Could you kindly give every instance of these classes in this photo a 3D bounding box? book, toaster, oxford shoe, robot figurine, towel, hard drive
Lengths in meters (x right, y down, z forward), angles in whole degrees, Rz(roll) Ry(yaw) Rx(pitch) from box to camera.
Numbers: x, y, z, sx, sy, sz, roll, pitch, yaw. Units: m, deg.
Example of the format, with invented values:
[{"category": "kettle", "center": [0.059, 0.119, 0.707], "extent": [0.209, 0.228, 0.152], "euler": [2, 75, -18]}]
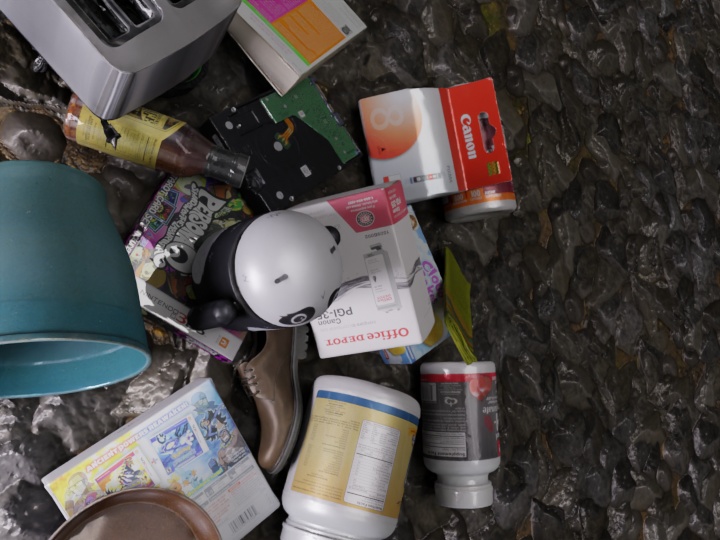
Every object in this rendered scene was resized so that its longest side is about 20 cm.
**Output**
[{"category": "book", "center": [-0.087, -0.341, 0.874], "extent": [0.134, 0.048, 0.200], "euler": [47, 48, -10]}, {"category": "toaster", "center": [-0.241, -0.267, 0.653], "extent": [0.200, 0.119, 0.181], "euler": [50, 60, -11]}, {"category": "oxford shoe", "center": [-0.117, 0.147, 0.791], "extent": [0.084, 0.073, 0.200], "euler": [13, 63, -30]}, {"category": "robot figurine", "center": [-0.105, 0.006, 0.695], "extent": [0.125, 0.200, 0.151], "euler": [24, 70, -32]}, {"category": "towel", "center": [0.144, 0.045, 0.940], "extent": [0.086, 0.018, 0.200], "euler": [61, 20, -25]}, {"category": "hard drive", "center": [-0.098, -0.168, 0.848], "extent": [0.200, 0.038, 0.140], "euler": [-41, 102, -41]}]

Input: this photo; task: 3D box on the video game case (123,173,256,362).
[{"category": "video game case", "center": [-0.190, -0.018, 0.784], "extent": [0.181, 0.036, 0.200], "euler": [37, 64, -26]}]

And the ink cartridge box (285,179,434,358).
[{"category": "ink cartridge box", "center": [0.000, 0.000, 0.820], "extent": [0.083, 0.146, 0.200], "euler": [-42, 119, -67]}]

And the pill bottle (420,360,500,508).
[{"category": "pill bottle", "center": [0.144, 0.232, 0.928], "extent": [0.111, 0.111, 0.200], "euler": [4, 80, -34]}]

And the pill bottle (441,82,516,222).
[{"category": "pill bottle", "center": [0.174, -0.183, 1.011], "extent": [0.114, 0.114, 0.200], "euler": [-7, 86, -35]}]

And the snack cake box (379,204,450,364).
[{"category": "snack cake box", "center": [0.054, 0.021, 0.926], "extent": [0.115, 0.067, 0.200], "euler": [-29, 99, -33]}]

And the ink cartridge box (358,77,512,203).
[{"category": "ink cartridge box", "center": [0.109, -0.188, 0.937], "extent": [0.050, 0.200, 0.163], "euler": [-4, 83, -80]}]

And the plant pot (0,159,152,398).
[{"category": "plant pot", "center": [-0.311, 0.007, 0.614], "extent": [0.200, 0.200, 0.188], "euler": [3, 65, -34]}]

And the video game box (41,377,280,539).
[{"category": "video game box", "center": [-0.215, 0.249, 0.719], "extent": [0.200, 0.047, 0.182], "euler": [-32, 104, -33]}]

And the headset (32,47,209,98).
[{"category": "headset", "center": [-0.275, -0.259, 0.757], "extent": [0.200, 0.094, 0.124], "euler": [-23, 91, -50]}]

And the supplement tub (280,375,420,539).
[{"category": "supplement tub", "center": [-0.014, 0.244, 0.797], "extent": [0.145, 0.145, 0.200], "euler": [25, 70, -29]}]

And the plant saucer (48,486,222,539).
[{"category": "plant saucer", "center": [-0.235, 0.321, 0.649], "extent": [0.200, 0.034, 0.201], "euler": [5, 81, -32]}]

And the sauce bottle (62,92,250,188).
[{"category": "sauce bottle", "center": [-0.227, -0.145, 0.731], "extent": [0.200, 0.066, 0.066], "euler": [18, 72, -14]}]
